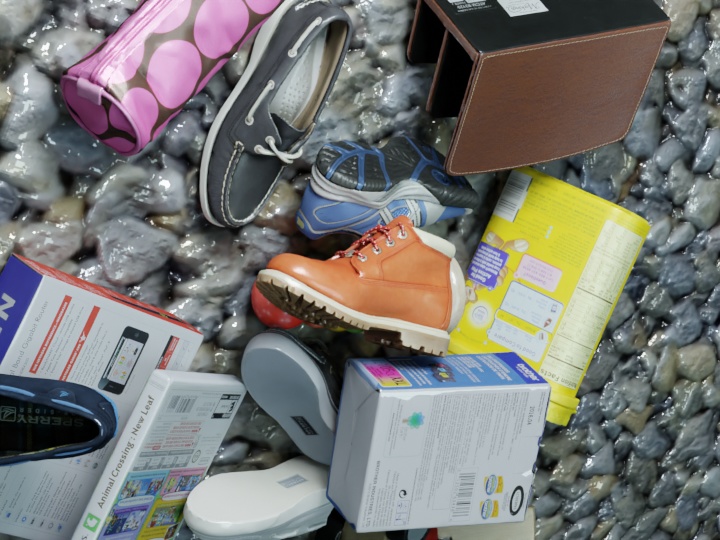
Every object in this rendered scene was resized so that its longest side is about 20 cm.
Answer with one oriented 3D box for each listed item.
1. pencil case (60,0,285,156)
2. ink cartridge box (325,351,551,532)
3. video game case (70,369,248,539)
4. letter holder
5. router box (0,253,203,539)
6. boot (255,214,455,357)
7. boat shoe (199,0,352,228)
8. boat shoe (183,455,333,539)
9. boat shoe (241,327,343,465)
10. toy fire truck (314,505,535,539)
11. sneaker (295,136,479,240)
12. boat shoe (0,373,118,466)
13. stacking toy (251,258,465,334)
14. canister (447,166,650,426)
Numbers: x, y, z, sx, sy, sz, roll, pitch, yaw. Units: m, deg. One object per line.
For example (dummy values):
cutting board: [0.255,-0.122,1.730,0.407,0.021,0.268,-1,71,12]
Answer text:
pencil case: [-0.134,-0.181,1.399,0.200,0.090,0.094,-51,172,-14]
ink cartridge box: [0.081,0.146,1.640,0.198,0.076,0.138,0,112,-24]
video game case: [-0.165,0.167,1.534,0.183,0.022,0.200,-64,166,2]
letter holder: [0.145,-0.173,1.644,0.198,0.101,0.143,-13,138,-27]
router box: [-0.236,0.107,1.477,0.179,0.049,0.201,25,92,-48]
boot: [0.000,0.000,1.564,0.199,0.075,0.108,17,85,-41]
boat shoe: [-0.065,-0.122,1.515,0.074,0.060,0.202,21,95,-49]
boat shoe: [-0.086,0.213,1.662,0.199,0.072,0.069,-16,129,-59]
boat shoe: [-0.044,0.095,1.643,0.200,0.069,0.067,56,39,-49]
toy fire truck: [0.076,0.208,1.796,0.199,0.128,0.178,-8,116,-55]
sneaker: [0.021,-0.065,1.635,0.199,0.076,0.077,2,131,-44]
boat shoe: [-0.274,0.102,1.362,0.198,0.069,0.085,-7,95,-6]
stacking toy: [-0.006,0.020,1.638,0.199,0.085,0.086,0,111,-40]
canister: [0.164,0.020,1.750,0.086,0.148,0.202,20,95,-64]
